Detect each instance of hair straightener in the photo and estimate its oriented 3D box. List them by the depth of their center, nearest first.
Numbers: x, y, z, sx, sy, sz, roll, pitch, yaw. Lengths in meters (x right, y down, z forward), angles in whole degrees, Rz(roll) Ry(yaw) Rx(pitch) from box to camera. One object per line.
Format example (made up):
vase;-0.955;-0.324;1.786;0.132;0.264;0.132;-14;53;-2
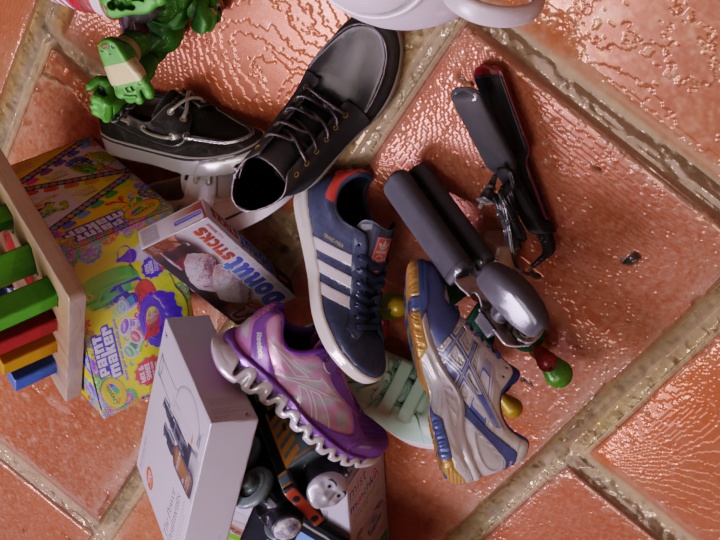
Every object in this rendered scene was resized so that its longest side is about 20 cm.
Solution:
hair straightener;0.119;-0.071;1.161;0.041;0.077;0.201;10;131;44

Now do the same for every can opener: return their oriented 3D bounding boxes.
can opener;0.098;-0.020;1.179;0.201;0.053;0.067;56;139;19

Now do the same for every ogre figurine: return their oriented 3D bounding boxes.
ogre figurine;-0.182;-0.234;1.197;0.097;0.120;0.201;15;131;16

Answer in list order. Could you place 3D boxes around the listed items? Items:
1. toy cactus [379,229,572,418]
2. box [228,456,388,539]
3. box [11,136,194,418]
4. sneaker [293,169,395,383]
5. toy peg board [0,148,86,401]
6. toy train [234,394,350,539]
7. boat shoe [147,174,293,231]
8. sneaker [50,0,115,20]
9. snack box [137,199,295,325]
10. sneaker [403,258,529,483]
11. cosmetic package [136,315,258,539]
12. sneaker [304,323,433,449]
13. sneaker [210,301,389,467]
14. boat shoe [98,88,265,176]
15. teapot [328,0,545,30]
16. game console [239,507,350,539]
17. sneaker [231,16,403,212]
toy cactus;0.105;0.043;1.253;0.199;0.102;0.166;26;123;24
box;-0.079;0.248;1.503;0.199;0.097;0.178;13;128;24
box;-0.269;0.004;1.373;0.192;0.121;0.201;38;143;45
sneaker;0.000;0.000;1.243;0.084;0.075;0.202;-23;77;31
toy peg board;-0.353;0.015;1.293;0.201;0.097;0.200;55;152;22
toy train;-0.076;0.179;1.347;0.114;0.200;0.085;-37;123;4
boat shoe;-0.148;-0.078;1.329;0.199;0.071;0.070;-9;120;43
sneaker;-0.281;-0.323;1.223;0.115;0.078;0.201;10;126;24
snack box;-0.135;-0.005;1.308;0.071;0.024;0.200;-26;150;11
sneaker;0.093;0.083;1.197;0.087;0.075;0.202;-13;80;-2
cosmetic package;-0.163;0.168;1.313;0.151;0.051;0.201;-120;37;-46
sneaker;0.025;0.112;1.324;0.199;0.074;0.118;19;164;21
sneaker;-0.041;0.103;1.263;0.200;0.081;0.089;40;102;-17
boat shoe;-0.174;-0.137;1.297;0.199;0.071;0.064;10;128;28
teapot;0.023;-0.260;1.033;0.199;0.146;0.198;-13;115;37
game console;-0.046;0.343;1.471;0.199;0.031;0.178;29;135;7
sneaker;-0.035;-0.131;1.174;0.075;0.106;0.201;36;120;4
